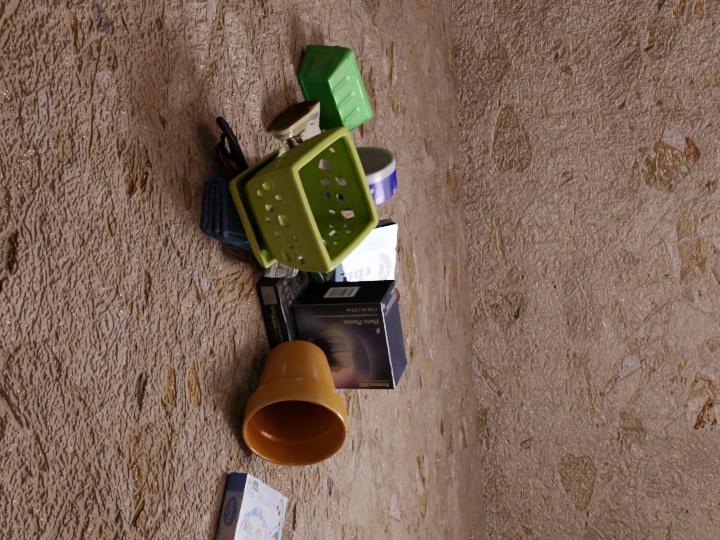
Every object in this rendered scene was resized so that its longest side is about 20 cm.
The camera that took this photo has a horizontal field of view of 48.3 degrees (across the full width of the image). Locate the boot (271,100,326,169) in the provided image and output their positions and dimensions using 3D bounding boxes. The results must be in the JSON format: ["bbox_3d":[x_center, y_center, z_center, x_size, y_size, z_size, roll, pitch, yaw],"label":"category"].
[{"bbox_3d":[-0.128,-0.274,1.755,0.200,0.071,0.157,-57,144,-59],"label":"boot"}]

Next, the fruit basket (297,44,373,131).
[{"bbox_3d":[-0.050,-0.454,1.902,0.215,0.154,0.219,-31,127,-51],"label":"fruit basket"}]

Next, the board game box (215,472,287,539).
[{"bbox_3d":[-0.207,0.504,1.507,0.201,0.043,0.202,58,35,-57],"label":"board game box"}]

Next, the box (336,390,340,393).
[{"bbox_3d":[-0.090,0.273,1.822,0.083,0.067,0.202,65,30,-49],"label":"box"}]

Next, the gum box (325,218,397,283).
[{"bbox_3d":[0.000,0.000,1.783,0.168,0.044,0.203,-15,118,-35],"label":"gum box"}]

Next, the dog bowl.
[{"bbox_3d":[-0.013,-0.217,1.885,0.201,0.197,0.080,-61,147,-55],"label":"dog bowl"}]

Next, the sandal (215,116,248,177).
[{"bbox_3d":[-0.233,-0.201,1.462,0.201,0.045,0.076,78,-13,-63],"label":"sandal"}]

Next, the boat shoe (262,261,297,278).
[{"bbox_3d":[-0.155,-0.021,1.580,0.202,0.064,0.076,-130,-126,-81],"label":"boat shoe"}]

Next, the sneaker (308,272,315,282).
[{"bbox_3d":[-0.078,0.078,1.860,0.089,0.077,0.204,-32,118,-65],"label":"sneaker"}]

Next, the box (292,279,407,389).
[{"bbox_3d":[-0.018,0.136,1.688,0.123,0.197,0.201,-54,137,-61],"label":"box"}]

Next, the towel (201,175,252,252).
[{"bbox_3d":[-0.224,-0.099,1.493,0.200,0.048,0.114,25,64,-69],"label":"towel"}]

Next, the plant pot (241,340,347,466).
[{"bbox_3d":[-0.126,0.246,1.573,0.185,0.197,0.202,-93,168,-50],"label":"plant pot"}]

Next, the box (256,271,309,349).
[{"bbox_3d":[-0.148,0.083,1.697,0.158,0.050,0.203,-56,140,-58],"label":"box"}]

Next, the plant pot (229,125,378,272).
[{"bbox_3d":[-0.109,-0.121,1.438,0.200,0.179,0.202,-46,124,-49],"label":"plant pot"}]

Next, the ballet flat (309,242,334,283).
[{"bbox_3d":[-0.119,-0.066,1.669,0.201,0.074,0.075,54,32,-19],"label":"ballet flat"}]
